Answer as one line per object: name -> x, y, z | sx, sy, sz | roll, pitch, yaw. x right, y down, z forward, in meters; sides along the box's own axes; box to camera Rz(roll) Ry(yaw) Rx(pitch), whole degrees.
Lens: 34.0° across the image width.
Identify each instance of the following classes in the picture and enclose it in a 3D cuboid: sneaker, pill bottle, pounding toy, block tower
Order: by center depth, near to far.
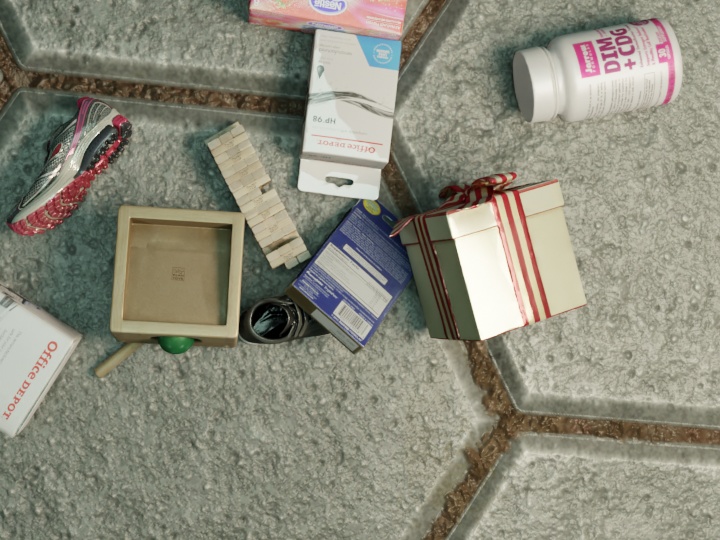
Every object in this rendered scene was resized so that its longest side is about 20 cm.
pounding toy -> -0.244, 0.034, 1.495 | 0.182, 0.142, 0.202 | 3, 80, -6
sneaker -> -0.378, -0.129, 1.498 | 0.074, 0.081, 0.200 | 37, 79, 9
sneaker -> -0.062, 0.055, 1.517 | 0.198, 0.099, 0.071 | -15, 90, -7
block tower -> -0.134, -0.093, 1.529 | 0.054, 0.058, 0.201 | -29, 92, -6
pill bottle -> 0.308, -0.258, 1.544 | 0.198, 0.113, 0.114 | -12, 92, -6

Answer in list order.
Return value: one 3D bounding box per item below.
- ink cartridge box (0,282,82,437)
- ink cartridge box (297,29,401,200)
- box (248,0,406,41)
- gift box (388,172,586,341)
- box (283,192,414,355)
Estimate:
ink cartridge box -> -0.474, 0.092, 1.481 | 0.199, 0.086, 0.147 | 33, 88, -7
ink cartridge box -> -0.015, -0.200, 1.528 | 0.115, 0.067, 0.202 | 6, 86, -6
box -> -0.041, -0.358, 1.516 | 0.198, 0.095, 0.104 | 9, 90, -6
gift box -> 0.152, -0.020, 1.480 | 0.199, 0.184, 0.188 | -16, 93, -25
box -> 0.000, 0.000, 1.522 | 0.121, 0.032, 0.200 | 41, 52, -5
